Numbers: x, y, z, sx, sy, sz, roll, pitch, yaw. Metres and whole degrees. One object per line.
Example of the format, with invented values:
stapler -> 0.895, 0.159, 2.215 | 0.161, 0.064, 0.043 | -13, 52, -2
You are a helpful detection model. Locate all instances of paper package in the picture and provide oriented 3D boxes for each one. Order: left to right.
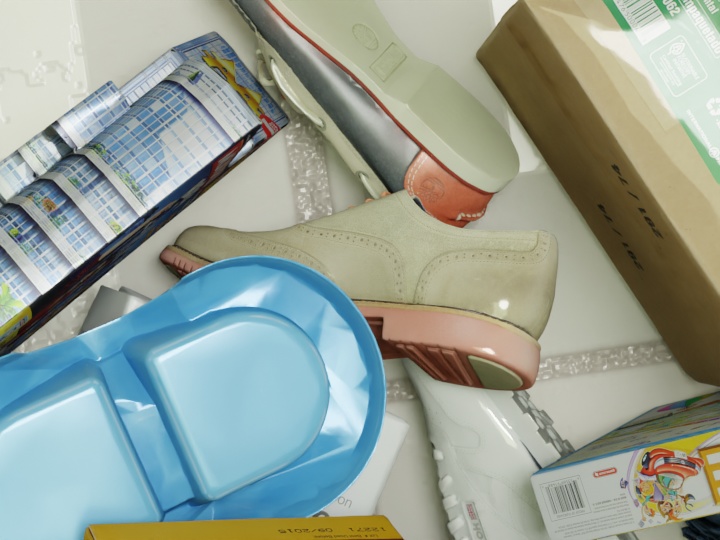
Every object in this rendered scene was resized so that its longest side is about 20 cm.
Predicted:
paper package -> 0.153, -0.052, 0.770 | 0.103, 0.191, 0.200 | -33, 91, -3

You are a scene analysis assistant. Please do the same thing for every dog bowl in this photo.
dog bowl -> -0.089, 0.068, 0.729 | 0.200, 0.050, 0.112 | -25, 97, -14

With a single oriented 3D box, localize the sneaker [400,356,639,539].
sneaker -> 0.068, 0.110, 0.834 | 0.080, 0.076, 0.200 | -34, 91, 10

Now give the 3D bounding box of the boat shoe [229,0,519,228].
boat shoe -> -0.014, -0.095, 0.828 | 0.200, 0.071, 0.063 | 45, 128, -1

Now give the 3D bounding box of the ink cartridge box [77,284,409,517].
ink cartridge box -> -0.088, 0.124, 0.799 | 0.144, 0.085, 0.200 | 25, 84, -16

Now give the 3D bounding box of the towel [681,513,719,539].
towel -> 0.210, 0.106, 0.771 | 0.111, 0.200, 0.049 | -15, 88, -1

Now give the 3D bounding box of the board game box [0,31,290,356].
board game box -> -0.114, -0.038, 0.782 | 0.200, 0.200, 0.062 | -41, 93, -15

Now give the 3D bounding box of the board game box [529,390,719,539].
board game box -> 0.190, 0.066, 0.754 | 0.200, 0.134, 0.034 | -19, 88, 35

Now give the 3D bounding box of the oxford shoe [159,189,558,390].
oxford shoe -> 0.000, 0.000, 0.807 | 0.200, 0.071, 0.074 | 13, 73, 27

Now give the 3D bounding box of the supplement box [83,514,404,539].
supplement box -> -0.028, 0.228, 0.657 | 0.132, 0.200, 0.198 | 2, 112, -26
